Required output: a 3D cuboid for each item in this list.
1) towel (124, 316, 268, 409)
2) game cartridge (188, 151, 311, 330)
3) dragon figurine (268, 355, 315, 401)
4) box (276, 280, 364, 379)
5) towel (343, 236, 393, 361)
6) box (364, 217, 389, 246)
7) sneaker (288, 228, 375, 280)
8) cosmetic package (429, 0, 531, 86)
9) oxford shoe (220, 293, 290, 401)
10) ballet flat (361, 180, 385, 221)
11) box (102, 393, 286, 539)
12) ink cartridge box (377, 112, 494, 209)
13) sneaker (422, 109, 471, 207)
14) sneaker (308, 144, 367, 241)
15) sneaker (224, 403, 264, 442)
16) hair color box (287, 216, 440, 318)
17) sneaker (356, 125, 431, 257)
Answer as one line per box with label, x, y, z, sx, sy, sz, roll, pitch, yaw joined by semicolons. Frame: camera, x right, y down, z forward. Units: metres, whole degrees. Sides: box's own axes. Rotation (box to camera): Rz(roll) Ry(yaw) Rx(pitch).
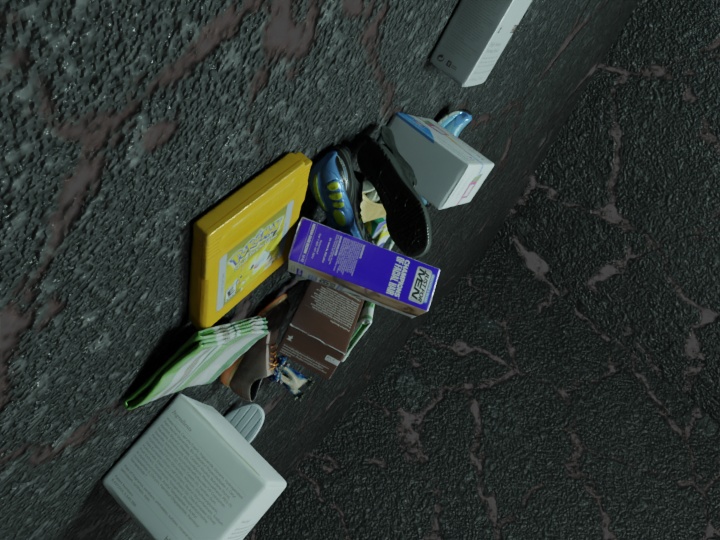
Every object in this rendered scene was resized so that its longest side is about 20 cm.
towel;-0.214;0.127;0.921;0.149;0.031;0.200;-44;171;13
game cartridge;-0.135;-0.034;0.820;0.176;0.032;0.201;-44;167;-34
dragon figurine;-0.153;0.216;1.396;0.059;0.099;0.200;-50;-173;-9
box;-0.054;0.068;1.106;0.076;0.099;0.201;-59;-175;37
towel;0.012;0.048;1.206;0.153;0.023;0.203;121;-8;-50
box;0.017;-0.046;1.295;0.116;0.048;0.202;-30;157;-45
sneaker;-0.047;-0.037;1.073;0.079;0.074;0.199;-47;167;33
cosmetic package;0.189;-0.373;0.965;0.101;0.074;0.202;-34;160;-55
oxford shoe;-0.155;0.127;1.102;0.202;0.072;0.071;-59;165;26
ballet flat;0.025;-0.117;1.106;0.199;0.068;0.064;-29;141;-64
box;-0.246;0.329;1.046;0.172;0.199;0.199;-46;166;-11
ink cartridge box;0.122;-0.178;1.094;0.086;0.144;0.199;-56;167;19
sneaker;0.153;-0.206;1.257;0.202;0.089;0.078;-57;166;25
sneaker;-0.017;-0.094;0.944;0.084;0.069;0.201;-59;155;-26
sneaker;-0.264;0.335;1.331;0.200;0.073;0.071;-44;177;4
hair color box;0.000;0.000;0.923;0.109;0.196;0.066;129;-20;-79
sneaker;0.054;-0.112;0.928;0.059;0.203;0.104;-31;169;20
